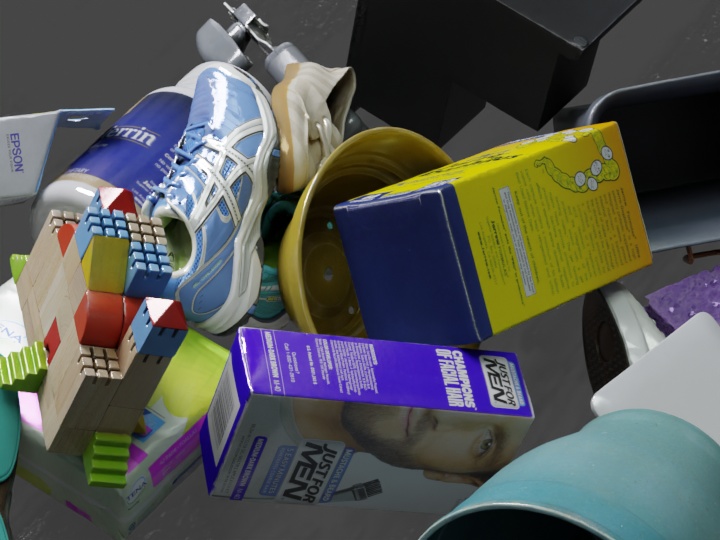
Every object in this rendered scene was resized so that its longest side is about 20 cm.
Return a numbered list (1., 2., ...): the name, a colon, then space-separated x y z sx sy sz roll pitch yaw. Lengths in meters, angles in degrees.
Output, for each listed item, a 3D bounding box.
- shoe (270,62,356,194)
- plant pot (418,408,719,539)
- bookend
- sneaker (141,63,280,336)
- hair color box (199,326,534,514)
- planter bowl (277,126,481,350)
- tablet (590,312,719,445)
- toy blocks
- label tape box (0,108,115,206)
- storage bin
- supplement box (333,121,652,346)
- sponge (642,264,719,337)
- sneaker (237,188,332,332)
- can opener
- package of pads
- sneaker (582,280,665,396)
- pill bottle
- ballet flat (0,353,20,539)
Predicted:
1. shoe: -0.036 -0.115 1.616 0.053 0.070 0.200 -2 25 5
2. plant pot: 0.153 0.188 1.339 0.200 0.201 0.188 24 34 19
3. bookend: 0.098 -0.172 1.692 0.200 0.199 0.092 32 51 19
4. sneaker: -0.109 -0.058 1.515 0.077 0.076 0.201 17 64 -39
5. hair color box: 0.003 0.104 1.426 0.199 0.109 0.065 5 44 -20
6. planter bowl: 0.000 0.000 1.548 0.083 0.201 0.200 -5 30 45
7. tablet: 0.256 0.136 1.451 0.130 0.014 0.200 -34 84 -32
8. toy blocks: -0.169 0.020 1.393 0.100 0.137 0.200 9 42 -28
9. label tape box: -0.285 -0.077 1.595 0.199 0.066 0.143 -6 1 -12
10. storage bin: 0.249 -0.084 1.656 0.199 0.146 0.134 -11 10 -14
11. supplement box: 0.096 -0.025 1.508 0.109 0.110 0.200 -8 10 46
12. sponge: 0.310 0.071 1.571 0.111 0.030 0.200 -22 50 -23
13. sneaker: -0.043 -0.032 1.612 0.077 0.080 0.200 21 46 16
14. can opener: -0.067 -0.151 1.764 0.067 0.053 0.200 -41 54 2
15. package of pads: -0.192 0.080 1.495 0.200 0.068 0.154 29 50 22
16. sneaker: 0.223 0.089 1.525 0.084 0.073 0.200 -8 55 -21
17. pill bottle: -0.148 -0.067 1.614 0.115 0.116 0.200 25 47 19
18. ballet flat: -0.261 0.150 1.392 0.068 0.068 0.201 19 55 -39
